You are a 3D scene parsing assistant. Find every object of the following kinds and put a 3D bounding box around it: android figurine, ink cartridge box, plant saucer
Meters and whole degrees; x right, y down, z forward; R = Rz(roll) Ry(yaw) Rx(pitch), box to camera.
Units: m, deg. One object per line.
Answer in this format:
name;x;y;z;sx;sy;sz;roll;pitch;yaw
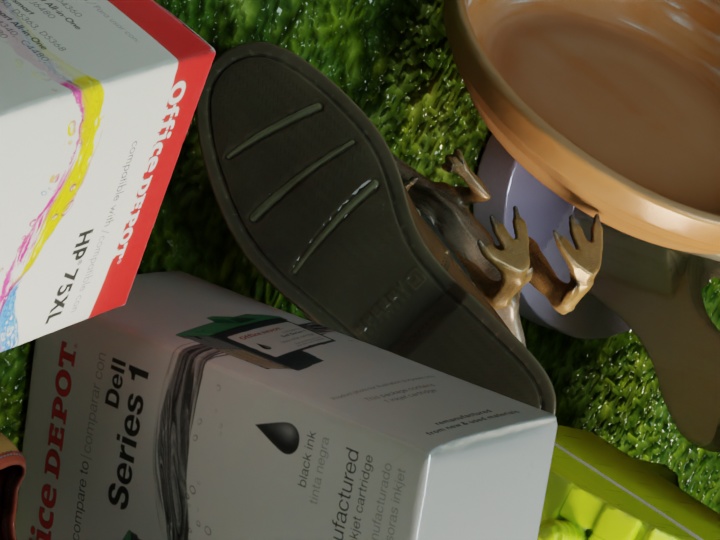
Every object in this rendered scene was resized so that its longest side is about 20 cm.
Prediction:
android figurine;0.118;0.114;1.312;0.200;0.182;0.041;11;108;-59
ink cartridge box;-0.036;0.097;1.065;0.084;0.200;0.147;-9;113;-50
ink cartridge box;-0.125;-0.035;0.960;0.200;0.067;0.116;-23;144;-49
plant saucer;0.123;-0.073;1.233;0.200;0.200;0.038;-21;148;-50

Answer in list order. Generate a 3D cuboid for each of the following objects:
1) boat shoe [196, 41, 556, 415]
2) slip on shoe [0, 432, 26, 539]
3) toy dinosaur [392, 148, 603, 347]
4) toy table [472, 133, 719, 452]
boat shoe;0.000;0.000;1.126;0.072;0.200;0.068;-34;177;-4
slip on shoe;-0.160;0.143;1.032;0.074;0.061;0.201;-15;119;-54
toy dinosaur;0.056;0.011;1.192;0.060;0.106;0.200;-31;96;-33
toy table;0.152;-0.016;1.359;0.200;0.117;0.184;1;105;-57
